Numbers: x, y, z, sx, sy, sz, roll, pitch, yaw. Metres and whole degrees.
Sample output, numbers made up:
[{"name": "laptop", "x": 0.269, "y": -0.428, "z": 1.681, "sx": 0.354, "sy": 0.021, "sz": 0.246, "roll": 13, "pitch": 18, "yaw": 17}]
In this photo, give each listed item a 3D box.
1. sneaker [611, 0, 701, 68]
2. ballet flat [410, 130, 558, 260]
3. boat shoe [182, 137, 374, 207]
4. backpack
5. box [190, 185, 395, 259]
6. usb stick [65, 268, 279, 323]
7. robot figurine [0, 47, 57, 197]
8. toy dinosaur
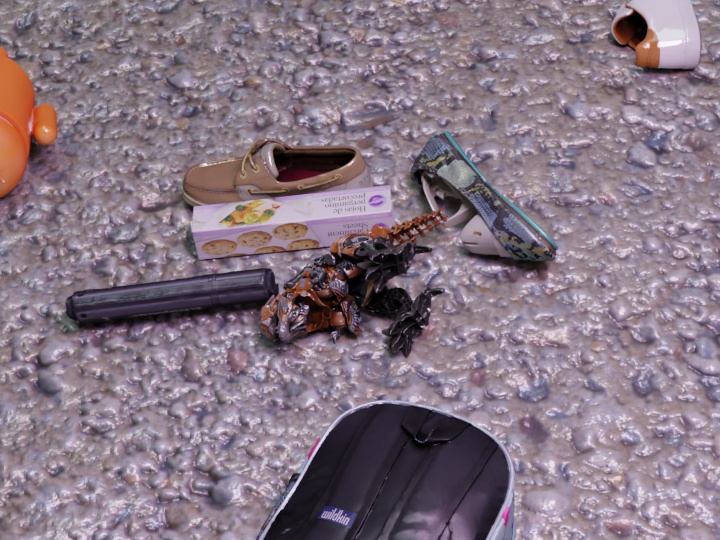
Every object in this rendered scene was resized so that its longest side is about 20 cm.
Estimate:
[{"name": "sneaker", "x": 0.307, "y": -0.294, "z": 1.676, "sx": 0.084, "sy": 0.073, "sz": 0.201, "roll": -5, "pitch": 46, "yaw": 1}, {"name": "ballet flat", "x": 0.112, "y": -0.055, "z": 1.489, "sx": 0.074, "sy": 0.075, "sz": 0.200, "roll": -25, "pitch": 44, "yaw": -15}, {"name": "boat shoe", "x": -0.086, "y": -0.099, "z": 1.557, "sx": 0.198, "sy": 0.067, "sz": 0.074, "roll": -1, "pitch": 45, "yaw": 9}, {"name": "backpack", "x": 0.027, "y": 0.204, "z": 1.172, "sx": 0.176, "sy": 0.151, "sz": 0.201, "roll": 15, "pitch": 57, "yaw": 20}, {"name": "box", "x": -0.066, "y": -0.047, "z": 1.520, "sx": 0.198, "sy": 0.042, "sz": 0.039, "roll": -5, "pitch": 45, "yaw": 4}, {"name": "usb stick", "x": -0.176, "y": 0.024, "z": 1.464, "sx": 0.198, "sy": 0.033, "sz": 0.055, "roll": -7, "pitch": 0, "yaw": 3}, {"name": "robot figurine", "x": -0.400, "y": -0.152, "z": 1.631, "sx": 0.143, "sy": 0.117, "sz": 0.201, "roll": 25, "pitch": 37, "yaw": -27}, {"name": "toy dinosaur", "x": 0.000, "y": 0.000, "z": 1.431, "sx": 0.135, "sy": 0.102, "sz": 0.201, "roll": 23, "pitch": 74, "yaw": 50}]
